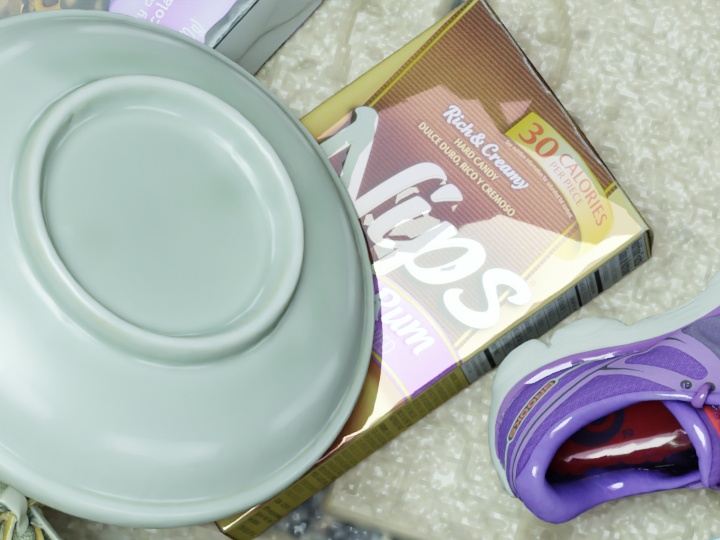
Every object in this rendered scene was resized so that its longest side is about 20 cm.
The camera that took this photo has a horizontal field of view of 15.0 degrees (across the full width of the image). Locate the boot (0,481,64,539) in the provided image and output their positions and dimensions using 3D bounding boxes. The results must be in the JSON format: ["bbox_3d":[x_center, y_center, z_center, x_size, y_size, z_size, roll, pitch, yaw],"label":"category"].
[{"bbox_3d":[-0.119,0.098,0.968,0.199,0.072,0.156,-3,118,21],"label":"boot"}]

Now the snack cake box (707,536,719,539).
[{"bbox_3d":[0.196,0.138,1.003,0.199,0.067,0.116,-18,80,4],"label":"snack cake box"}]

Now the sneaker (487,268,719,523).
[{"bbox_3d":[0.145,0.045,1.008,0.199,0.084,0.081,-25,115,8],"label":"sneaker"}]

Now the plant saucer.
[{"bbox_3d":[-0.076,-0.011,0.961,0.199,0.050,0.201,13,61,-24],"label":"plant saucer"}]

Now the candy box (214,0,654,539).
[{"bbox_3d":[0.000,0.000,1.057,0.199,0.056,0.117,-35,77,-1],"label":"candy box"}]

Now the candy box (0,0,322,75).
[{"bbox_3d":[-0.144,-0.121,1.086,0.200,0.072,0.168,42,88,12],"label":"candy box"}]
